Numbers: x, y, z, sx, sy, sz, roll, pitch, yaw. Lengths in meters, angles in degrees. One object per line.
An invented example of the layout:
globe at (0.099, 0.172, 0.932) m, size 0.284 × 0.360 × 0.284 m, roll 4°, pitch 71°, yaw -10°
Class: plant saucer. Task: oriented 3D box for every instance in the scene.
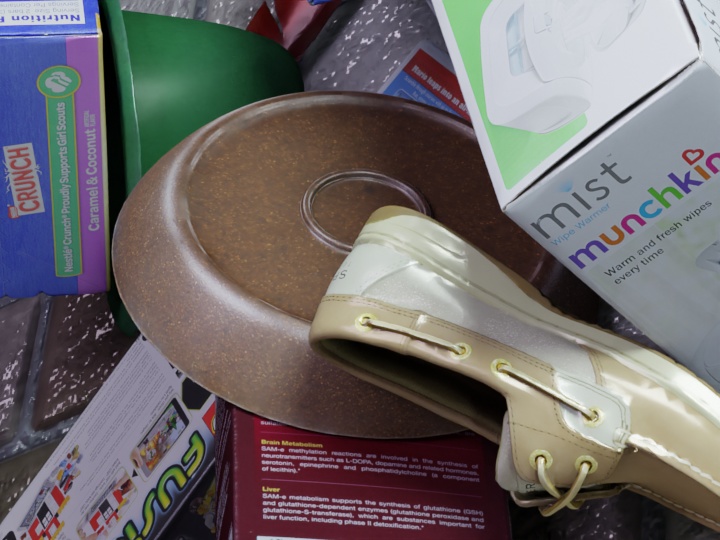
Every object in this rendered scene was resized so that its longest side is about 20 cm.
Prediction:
plant saucer at (0.000, -0.013, 1.206) m, size 0.200 × 0.200 × 0.035 m, roll -103°, pitch 16°, yaw -48°

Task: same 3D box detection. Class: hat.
hat at (-0.035, -0.073, 1.429) m, size 0.166 × 0.176 × 0.200 m, roll -118°, pitch 26°, yaw -65°

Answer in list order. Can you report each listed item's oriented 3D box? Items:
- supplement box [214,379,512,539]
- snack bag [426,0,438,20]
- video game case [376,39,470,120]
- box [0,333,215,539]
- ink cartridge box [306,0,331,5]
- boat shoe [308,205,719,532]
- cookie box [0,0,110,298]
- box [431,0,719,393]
supplement box at (-0.002, 0.076, 1.175) m, size 0.200 × 0.109 × 0.061 m, roll -93°, pitch 11°, yaw -49°
snack bag at (0.059, -0.168, 1.263) m, size 0.021 × 0.189 × 0.200 m, roll -4°, pitch 52°, yaw 30°
video game case at (0.000, 0.000, 1.336) m, size 0.200 × 0.017 × 0.143 m, roll -50°, pitch 35°, yaw 3°
box at (-0.108, 0.113, 1.324) m, size 0.200 × 0.035 × 0.110 m, roll -53°, pitch 35°, yaw 11°
ink cartridge box at (0.013, -0.186, 1.380) m, size 0.094 × 0.044 × 0.200 m, roll -15°, pitch 24°, yaw 5°
boat shoe at (0.071, 0.054, 1.099) m, size 0.200 × 0.074 × 0.066 m, roll 31°, pitch 70°, yaw 19°
cookie box at (-0.162, -0.115, 1.400) m, size 0.075 × 0.171 × 0.200 m, roll -4°, pitch 48°, yaw -8°
box at (0.119, -0.066, 1.123) m, size 0.097 × 0.176 × 0.200 m, roll -38°, pitch 39°, yaw 19°
